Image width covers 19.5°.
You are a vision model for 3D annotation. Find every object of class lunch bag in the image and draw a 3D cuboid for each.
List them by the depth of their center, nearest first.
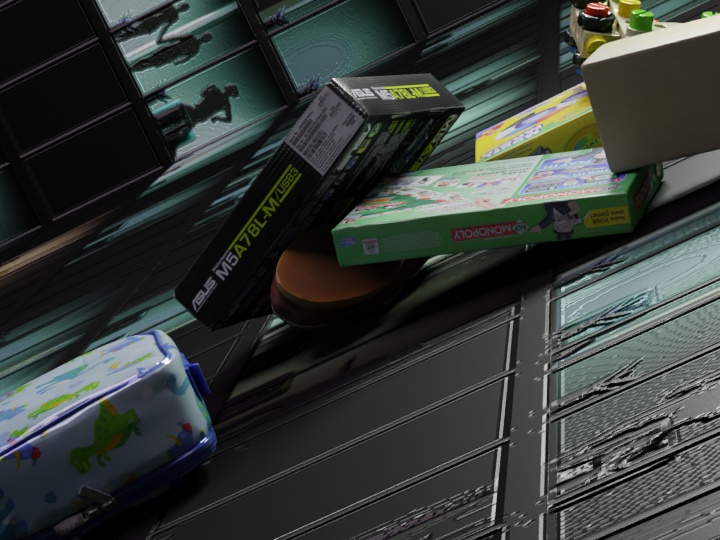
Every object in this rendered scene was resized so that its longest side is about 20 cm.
[{"bbox_3d":[-0.169,0.103,1.301,0.160,0.083,0.200,-29,9,-7],"label":"lunch bag"}]

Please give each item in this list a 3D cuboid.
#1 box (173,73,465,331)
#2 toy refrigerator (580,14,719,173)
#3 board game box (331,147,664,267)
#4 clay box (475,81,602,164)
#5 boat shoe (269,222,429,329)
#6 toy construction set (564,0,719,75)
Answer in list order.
[{"bbox_3d":[-0.027,-0.053,1.517,0.200,0.047,0.193,-53,-12,20],"label":"box"},{"bbox_3d":[0.250,-0.127,1.337,0.199,0.076,0.070,-13,13,25],"label":"toy refrigerator"},{"bbox_3d":[0.094,-0.046,1.404,0.199,0.029,0.135,-6,17,19],"label":"board game box"},{"bbox_3d":[0.149,-0.099,1.650,0.114,0.048,0.200,-25,8,7],"label":"clay box"},{"bbox_3d":[0.000,0.000,1.490,0.200,0.070,0.071,-32,-27,-49],"label":"boat shoe"},{"bbox_3d":[0.231,-0.178,1.659,0.130,0.093,0.200,5,8,-3],"label":"toy construction set"}]
